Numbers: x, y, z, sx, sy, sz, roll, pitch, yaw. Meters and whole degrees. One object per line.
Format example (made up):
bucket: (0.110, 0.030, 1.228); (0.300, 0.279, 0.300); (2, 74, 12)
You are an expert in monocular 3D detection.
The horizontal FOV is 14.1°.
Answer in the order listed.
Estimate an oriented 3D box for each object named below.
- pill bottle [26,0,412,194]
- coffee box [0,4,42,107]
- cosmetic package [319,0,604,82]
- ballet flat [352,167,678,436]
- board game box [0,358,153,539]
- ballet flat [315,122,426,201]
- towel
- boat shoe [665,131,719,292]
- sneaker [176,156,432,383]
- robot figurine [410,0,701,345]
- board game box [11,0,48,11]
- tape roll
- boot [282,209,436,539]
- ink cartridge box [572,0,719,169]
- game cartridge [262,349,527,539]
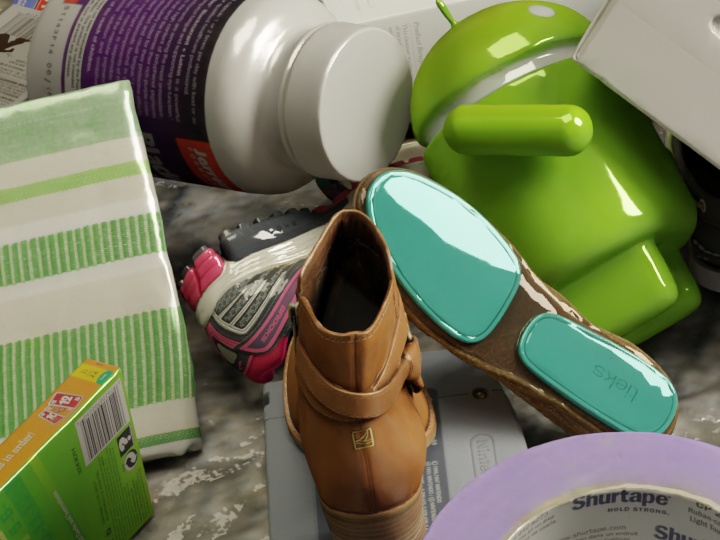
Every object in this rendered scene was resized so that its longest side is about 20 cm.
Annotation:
pill bottle: (-0.074, -0.100, 1.572); (0.200, 0.112, 0.111); (10, 39, 37)
coffee box: (-0.220, -0.047, 1.634); (0.080, 0.113, 0.200); (17, 44, 32)
cosmetic package: (0.079, -0.136, 1.695); (0.199, 0.113, 0.081); (-12, 37, -7)
ballet flat: (0.070, 0.027, 1.452); (0.200, 0.072, 0.068); (35, 70, -5)
board game box: (-0.171, 0.138, 1.387); (0.030, 0.096, 0.200); (12, 41, 28)
ballet flat: (0.072, -0.072, 1.639); (0.200, 0.069, 0.071); (-15, 15, -3)
towel: (-0.172, 0.013, 1.511); (0.152, 0.023, 0.200); (-13, 81, -6)
boat shoe: (0.207, -0.069, 1.621); (0.072, 0.060, 0.202); (-3, 37, 5)
sneaker: (0.000, 0.000, 1.569); (0.200, 0.081, 0.075); (-24, 70, -25)
robot figurine: (0.100, -0.053, 1.519); (0.116, 0.175, 0.200); (-32, 74, 19)
board game box: (-0.163, -0.137, 1.815); (0.134, 0.029, 0.200); (2, 38, 13)
tape roll: (0.118, 0.172, 1.267); (0.199, 0.085, 0.200); (0, 44, 0)
boot: (-0.009, 0.034, 1.387); (0.076, 0.156, 0.200); (-6, 36, 3)
ink cartridge box: (0.213, -0.110, 1.510); (0.146, 0.086, 0.200); (38, 21, 12)
game cartridge: (0.020, 0.115, 1.433); (0.133, 0.042, 0.200); (-4, 36, -1)
